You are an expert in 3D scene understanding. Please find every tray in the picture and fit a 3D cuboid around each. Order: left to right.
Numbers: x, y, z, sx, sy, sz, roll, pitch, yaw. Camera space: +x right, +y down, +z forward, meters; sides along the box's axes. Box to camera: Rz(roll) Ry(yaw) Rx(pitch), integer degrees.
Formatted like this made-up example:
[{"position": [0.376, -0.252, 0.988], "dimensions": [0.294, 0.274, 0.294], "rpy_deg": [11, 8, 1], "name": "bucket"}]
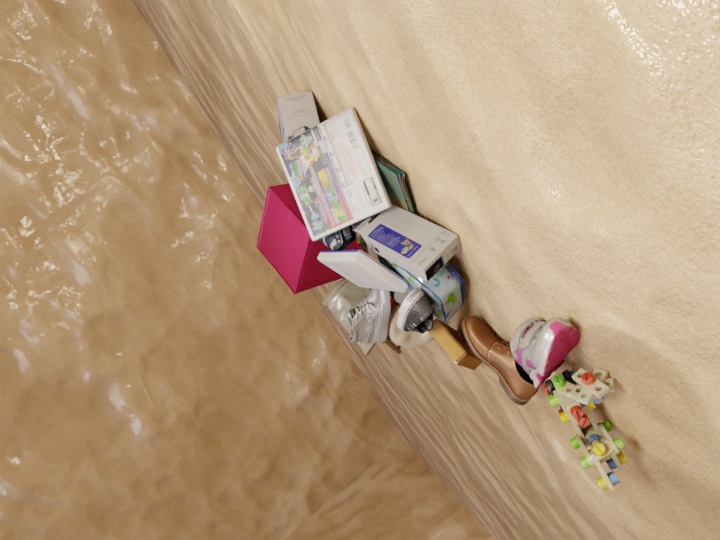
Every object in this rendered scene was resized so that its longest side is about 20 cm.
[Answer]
[{"position": [0.212, 0.165, 1.253], "dimensions": [0.099, 0.037, 0.200], "rpy_deg": [49, -172, 24], "name": "tray"}]

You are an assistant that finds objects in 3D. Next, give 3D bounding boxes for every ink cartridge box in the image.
[{"position": [-0.126, -0.270, 1.275], "dimensions": [0.147, 0.084, 0.204], "rpy_deg": [122, 133, -77], "name": "ink cartridge box"}, {"position": [0.084, -0.060, 1.077], "dimensions": [0.199, 0.099, 0.040], "rpy_deg": [33, 157, 40], "name": "ink cartridge box"}]

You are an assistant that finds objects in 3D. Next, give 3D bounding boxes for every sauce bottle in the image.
[{"position": [0.084, 0.026, 1.350], "dimensions": [0.065, 0.064, 0.200], "rpy_deg": [57, -178, -16], "name": "sauce bottle"}]

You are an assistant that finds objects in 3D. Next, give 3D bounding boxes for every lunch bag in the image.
[{"position": [0.123, 0.009, 1.168], "dimensions": [0.199, 0.082, 0.161], "rpy_deg": [40, 168, 28], "name": "lunch bag"}]

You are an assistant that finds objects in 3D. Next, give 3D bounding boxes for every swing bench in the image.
[{"position": [0.037, 0.115, 1.538], "dimensions": [0.199, 0.131, 0.199], "rpy_deg": [47, -163, 28], "name": "swing bench"}]

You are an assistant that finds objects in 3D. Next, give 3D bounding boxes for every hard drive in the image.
[{"position": [0.000, 0.000, 1.183], "dimensions": [0.131, 0.026, 0.199], "rpy_deg": [33, 168, -22], "name": "hard drive"}]

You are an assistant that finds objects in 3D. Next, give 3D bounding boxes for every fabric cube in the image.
[{"position": [-0.120, -0.095, 1.442], "dimensions": [0.200, 0.197, 0.199], "rpy_deg": [47, 134, 29], "name": "fabric cube"}]

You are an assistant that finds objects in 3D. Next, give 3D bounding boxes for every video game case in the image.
[{"position": [-0.054, -0.185, 1.113], "dimensions": [0.204, 0.179, 0.023], "rpy_deg": [68, -159, -3], "name": "video game case"}]

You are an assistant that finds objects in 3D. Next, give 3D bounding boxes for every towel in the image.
[{"position": [0.067, -0.151, 1.159], "dimensions": [0.147, 0.022, 0.202], "rpy_deg": [45, 166, 43], "name": "towel"}]

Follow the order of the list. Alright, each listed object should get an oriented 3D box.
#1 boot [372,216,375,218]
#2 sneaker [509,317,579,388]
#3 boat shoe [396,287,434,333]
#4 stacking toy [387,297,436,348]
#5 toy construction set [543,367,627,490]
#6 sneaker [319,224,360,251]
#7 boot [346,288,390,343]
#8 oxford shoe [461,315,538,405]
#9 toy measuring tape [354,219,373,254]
[{"position": [-0.014, -0.157, 1.265], "dimensions": [0.200, 0.071, 0.092], "rpy_deg": [-145, 37, -77], "name": "boot"}, {"position": [0.281, 0.119, 0.906], "dimensions": [0.088, 0.081, 0.201], "rpy_deg": [47, 165, 24], "name": "sneaker"}, {"position": [0.119, 0.094, 1.136], "dimensions": [0.066, 0.070, 0.201], "rpy_deg": [42, 164, 16], "name": "boat shoe"}, {"position": [0.117, 0.081, 1.421], "dimensions": [0.148, 0.144, 0.201], "rpy_deg": [62, -175, -33], "name": "stacking toy"}, {"position": [0.355, 0.232, 0.896], "dimensions": [0.132, 0.090, 0.203], "rpy_deg": [-95, -14, -63], "name": "toy construction set"}, {"position": [-0.047, -0.125, 1.189], "dimensions": [0.108, 0.069, 0.202], "rpy_deg": [42, 140, 25], "name": "sneaker"}, {"position": [0.016, 0.094, 1.310], "dimensions": [0.074, 0.093, 0.203], "rpy_deg": [-105, 14, -52], "name": "boot"}, {"position": [0.278, 0.160, 1.112], "dimensions": [0.201, 0.071, 0.072], "rpy_deg": [51, 140, 19], "name": "oxford shoe"}, {"position": [0.025, -0.080, 1.304], "dimensions": [0.074, 0.072, 0.205], "rpy_deg": [106, 156, -75], "name": "toy measuring tape"}]
